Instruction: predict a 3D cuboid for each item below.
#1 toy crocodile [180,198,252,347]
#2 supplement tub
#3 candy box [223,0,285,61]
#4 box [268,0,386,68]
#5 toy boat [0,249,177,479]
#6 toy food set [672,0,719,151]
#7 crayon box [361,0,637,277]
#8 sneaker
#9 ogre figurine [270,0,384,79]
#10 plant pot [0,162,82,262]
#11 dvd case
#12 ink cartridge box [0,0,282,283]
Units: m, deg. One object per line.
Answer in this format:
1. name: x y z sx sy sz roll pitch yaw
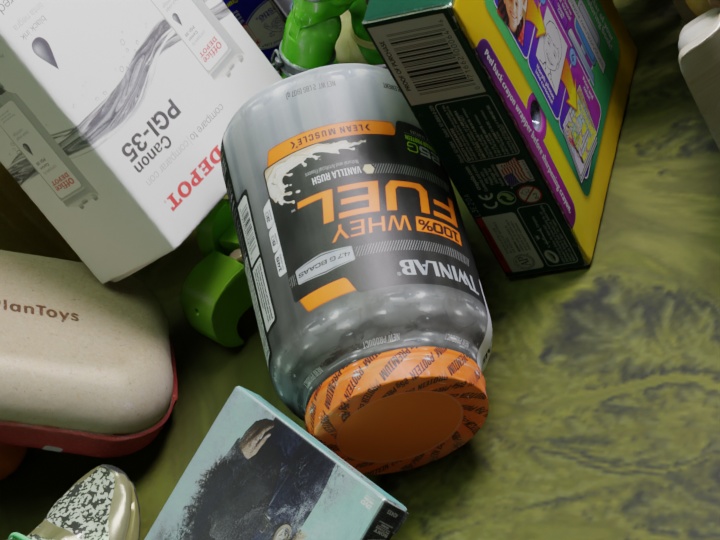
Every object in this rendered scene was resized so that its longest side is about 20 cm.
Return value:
1. toy crocodile: -0.035 -0.039 1.620 0.067 0.062 0.200 10 51 41
2. supplement tub: 0.000 0.000 1.474 0.122 0.123 0.201 -24 57 12
3. candy box: -0.078 -0.225 1.825 0.169 0.077 0.200 -35 40 -2
4. box: -0.021 -0.211 1.708 0.110 0.035 0.200 -35 78 -2
5. toy boat: -0.210 0.068 1.579 0.199 0.131 0.131 9 38 -15
6. toy food set: 0.182 -0.126 1.483 0.060 0.144 0.201 -23 40 12
7. crayon box: 0.081 -0.128 1.510 0.058 0.200 0.173 -9 44 26
8. sneaker: -0.195 0.174 1.477 0.077 0.089 0.200 15 58 44
9. ogre figurine: 0.029 -0.180 1.608 0.199 0.120 0.099 -19 61 -5
10. plant pot: -0.224 -0.107 1.723 0.199 0.177 0.200 11 56 43
11. dvd case: -0.071 0.174 1.393 0.146 0.022 0.201 34 95 49
12. ink cartridge box: -0.147 -0.117 1.564 0.083 0.200 0.147 -22 21 49
